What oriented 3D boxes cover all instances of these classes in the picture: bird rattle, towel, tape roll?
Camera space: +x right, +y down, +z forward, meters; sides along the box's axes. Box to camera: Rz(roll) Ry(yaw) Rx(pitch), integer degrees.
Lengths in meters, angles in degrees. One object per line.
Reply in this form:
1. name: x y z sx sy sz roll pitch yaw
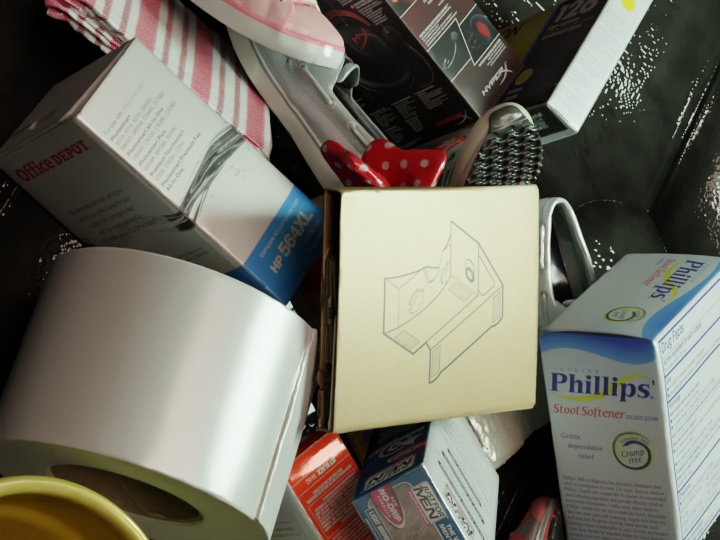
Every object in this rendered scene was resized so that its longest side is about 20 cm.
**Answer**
1. bird rattle: 0.000 0.000 1.268 0.113 0.163 0.200 -45 116 -42
2. towel: 0.087 0.056 1.409 0.132 0.034 0.201 -33 99 -48
3. towel: -0.143 -0.164 1.274 0.200 0.030 0.147 40 21 -22
4. tape roll: -0.137 0.090 1.163 0.202 0.202 0.140 28 65 -27

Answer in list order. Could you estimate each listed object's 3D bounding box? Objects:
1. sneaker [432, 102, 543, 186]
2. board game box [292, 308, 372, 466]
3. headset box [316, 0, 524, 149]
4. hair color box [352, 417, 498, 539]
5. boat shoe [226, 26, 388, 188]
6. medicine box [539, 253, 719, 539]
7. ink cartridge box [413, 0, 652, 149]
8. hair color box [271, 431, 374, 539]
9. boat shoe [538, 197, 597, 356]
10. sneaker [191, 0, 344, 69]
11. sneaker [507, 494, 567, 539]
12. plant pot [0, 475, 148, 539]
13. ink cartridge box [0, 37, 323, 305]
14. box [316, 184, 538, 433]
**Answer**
1. sneaker: 0.081 -0.075 1.314 0.070 0.200 0.094 -23 62 -16
2. board game box: 0.024 0.101 1.380 0.095 0.030 0.201 -30 95 -35
3. headset box: 0.007 -0.195 1.353 0.200 0.148 0.075 49 56 -16
4. hair color box: 0.051 0.160 1.261 0.100 0.060 0.200 59 12 -9
5. boat shoe: -0.028 -0.136 1.326 0.201 0.071 0.070 56 15 8
6. medicine box: 0.239 0.110 1.416 0.182 0.103 0.201 -35 120 -52
7. ink cartridge box: 0.140 -0.171 1.411 0.047 0.197 0.200 42 59 -21
8. hair color box: -0.017 0.219 1.273 0.064 0.111 0.200 -36 101 -34
9. boat shoe: 0.175 0.036 1.471 0.073 0.065 0.201 -21 93 -36
10. sneaker: -0.079 -0.234 1.271 0.200 0.105 0.075 36 15 19
11. sneaker: 0.115 0.251 1.382 0.200 0.086 0.074 -64 148 -49
12. plant pot: -0.240 0.235 1.068 0.200 0.189 0.202 8 75 -32
13. ink cartridge box: -0.140 -0.055 1.224 0.200 0.146 0.084 44 60 -20
14. box: 0.051 0.022 1.201 0.200 0.021 0.164 -3 96 -42
